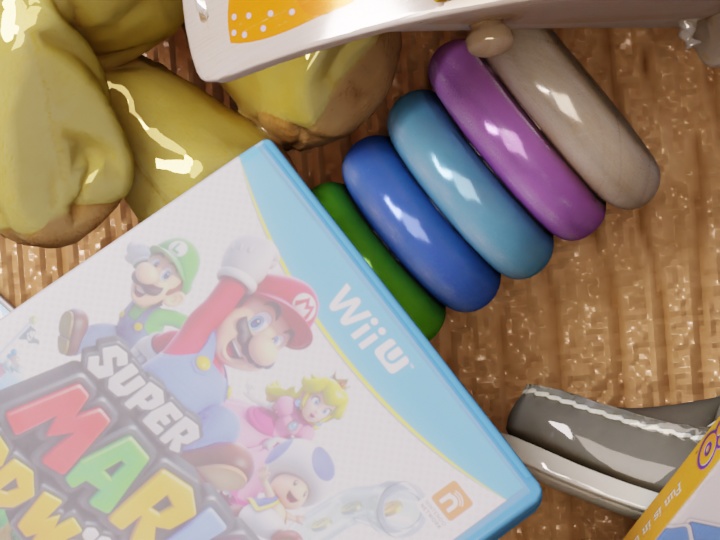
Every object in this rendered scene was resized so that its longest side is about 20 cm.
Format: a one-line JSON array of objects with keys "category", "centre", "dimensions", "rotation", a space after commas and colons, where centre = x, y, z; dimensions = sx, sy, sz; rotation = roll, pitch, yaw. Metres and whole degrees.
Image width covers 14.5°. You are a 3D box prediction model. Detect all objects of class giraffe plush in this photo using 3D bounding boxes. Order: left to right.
[{"category": "giraffe plush", "centre": [-0.100, -0.110, 0.914], "dimensions": [0.200, 0.162, 0.173], "rotation": [32, 94, -37]}]

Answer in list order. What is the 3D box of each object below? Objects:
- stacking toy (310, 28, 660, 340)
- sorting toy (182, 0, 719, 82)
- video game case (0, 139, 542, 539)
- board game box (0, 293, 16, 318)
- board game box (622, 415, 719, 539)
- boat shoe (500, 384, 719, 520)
[{"category": "stacking toy", "centre": [0.000, 0.000, 0.946], "dimensions": [0.200, 0.085, 0.085], "rotation": [-39, 88, 8]}, {"category": "sorting toy", "centre": [0.045, -0.156, 0.845], "dimensions": [0.200, 0.107, 0.180], "rotation": [-5, 80, -34]}, {"category": "video game case", "centre": [-0.067, 0.070, 0.844], "dimensions": [0.200, 0.018, 0.143], "rotation": [-35, 75, -12]}, {"category": "board game box", "centre": [-0.220, 0.057, 0.973], "dimensions": [0.200, 0.026, 0.200], "rotation": [42, 92, 2]}, {"category": "board game box", "centre": [0.141, 0.086, 0.887], "dimensions": [0.096, 0.030, 0.200], "rotation": [26, 117, -14]}, {"category": "boat shoe", "centre": [0.144, 0.066, 0.939], "dimensions": [0.202, 0.072, 0.060], "rotation": [15, 90, -4]}]
